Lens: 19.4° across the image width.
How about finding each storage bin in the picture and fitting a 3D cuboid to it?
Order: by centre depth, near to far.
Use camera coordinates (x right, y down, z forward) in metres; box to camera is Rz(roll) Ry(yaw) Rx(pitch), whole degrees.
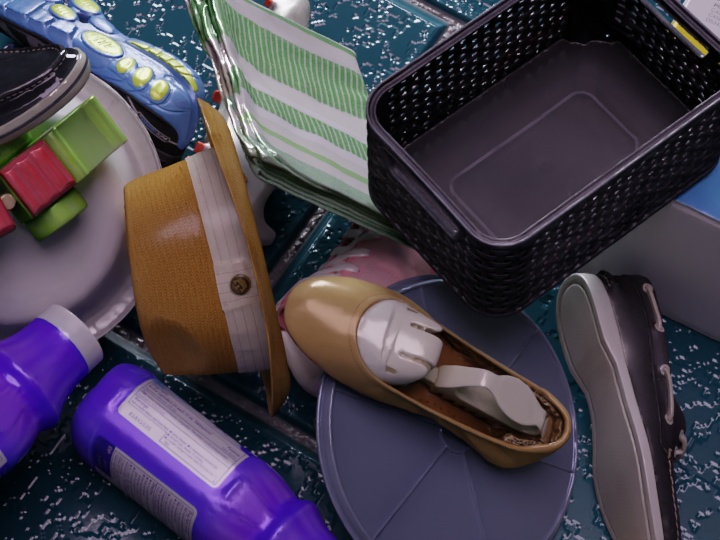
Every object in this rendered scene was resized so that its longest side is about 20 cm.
[{"bbox_3d":[0.113,-0.085,1.265,0.200,0.094,0.135,-35,66,-17],"label":"storage bin"}]

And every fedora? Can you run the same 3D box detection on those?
[{"bbox_3d":[-0.100,-0.001,1.279,0.082,0.201,0.201,-14,64,-4],"label":"fedora"}]

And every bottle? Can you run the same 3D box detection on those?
[{"bbox_3d":[-0.238,0.102,1.249,0.200,0.084,0.065,-45,102,-24],"label":"bottle"},{"bbox_3d":[-0.087,0.141,1.300,0.200,0.084,0.065,36,70,16],"label":"bottle"}]

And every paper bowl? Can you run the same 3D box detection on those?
[{"bbox_3d":[-0.222,-0.040,1.338,0.200,0.104,0.201,-1,96,-11],"label":"paper bowl"}]

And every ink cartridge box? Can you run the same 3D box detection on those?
[{"bbox_3d":[0.251,-0.081,1.397,0.146,0.147,0.200,26,66,12],"label":"ink cartridge box"}]

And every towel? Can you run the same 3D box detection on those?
[{"bbox_3d":[-0.034,-0.104,1.355,0.152,0.023,0.200,24,29,-36],"label":"towel"}]

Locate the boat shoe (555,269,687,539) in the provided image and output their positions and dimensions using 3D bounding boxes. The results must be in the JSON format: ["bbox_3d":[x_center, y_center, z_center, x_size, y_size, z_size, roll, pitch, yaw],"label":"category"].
[{"bbox_3d":[0.179,0.095,1.349,0.060,0.074,0.200,-4,67,-23],"label":"boat shoe"}]

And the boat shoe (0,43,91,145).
[{"bbox_3d":[-0.258,-0.106,1.248,0.200,0.062,0.075,-9,36,13],"label":"boat shoe"}]

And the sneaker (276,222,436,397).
[{"bbox_3d":[0.000,0.000,1.370,0.105,0.075,0.201,16,63,-28],"label":"sneaker"}]

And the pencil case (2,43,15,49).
[{"bbox_3d":[-0.312,-0.085,1.411,0.200,0.093,0.085,-20,46,-10],"label":"pencil case"}]

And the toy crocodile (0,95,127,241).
[{"bbox_3d":[-0.222,-0.035,1.244,0.200,0.062,0.068,-36,99,-21],"label":"toy crocodile"}]

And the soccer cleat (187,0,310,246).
[{"bbox_3d":[-0.066,-0.105,1.452,0.077,0.069,0.200,26,61,-11],"label":"soccer cleat"}]

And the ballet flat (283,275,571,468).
[{"bbox_3d":[0.047,0.056,1.266,0.200,0.063,0.069,29,68,-26],"label":"ballet flat"}]

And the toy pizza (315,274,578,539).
[{"bbox_3d":[0.053,0.102,1.319,0.200,0.032,0.201,7,78,-32],"label":"toy pizza"}]

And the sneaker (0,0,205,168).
[{"bbox_3d":[-0.189,-0.134,1.451,0.200,0.083,0.071,36,37,30],"label":"sneaker"}]
